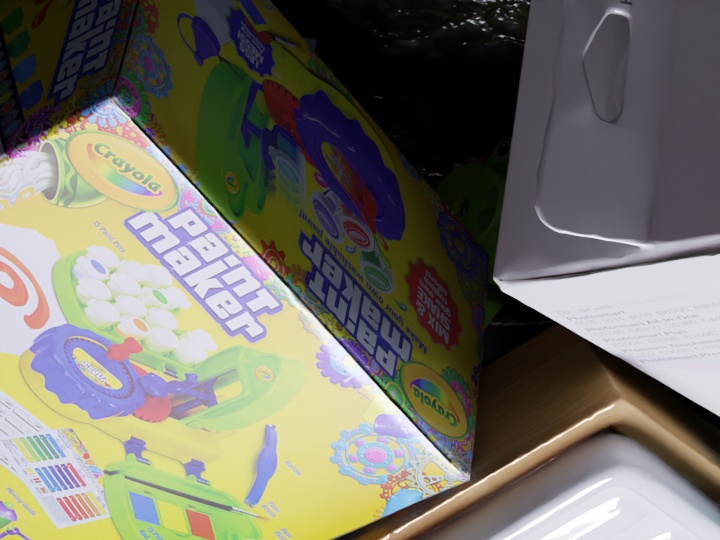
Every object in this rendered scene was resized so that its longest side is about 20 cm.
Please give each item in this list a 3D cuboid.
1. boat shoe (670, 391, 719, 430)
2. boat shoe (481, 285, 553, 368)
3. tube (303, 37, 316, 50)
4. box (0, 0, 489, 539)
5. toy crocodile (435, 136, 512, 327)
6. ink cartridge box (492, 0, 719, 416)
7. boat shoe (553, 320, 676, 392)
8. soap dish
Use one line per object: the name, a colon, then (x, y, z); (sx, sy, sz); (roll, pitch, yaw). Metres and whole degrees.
boat shoe: (0.158, 0.057, 1.091); (0.072, 0.068, 0.201); (-5, 120, 40)
boat shoe: (0.000, 0.000, 1.123); (0.198, 0.076, 0.061); (6, 116, -12)
tube: (-0.067, -0.011, 1.048); (0.077, 0.051, 0.201); (6, 126, -5)
box: (-0.088, 0.007, 0.943); (0.192, 0.122, 0.200); (-25, 124, 27)
toy crocodile: (0.034, 0.004, 1.054); (0.067, 0.062, 0.200); (22, 121, -40)
ink cartridge box: (0.143, -0.035, 0.886); (0.125, 0.129, 0.200); (-9, 154, 39)
boat shoe: (0.170, 0.033, 1.028); (0.199, 0.073, 0.063); (17, -175, -21)
soap dish: (0.079, 0.107, 0.999); (0.157, 0.082, 0.200); (-33, 140, 20)
